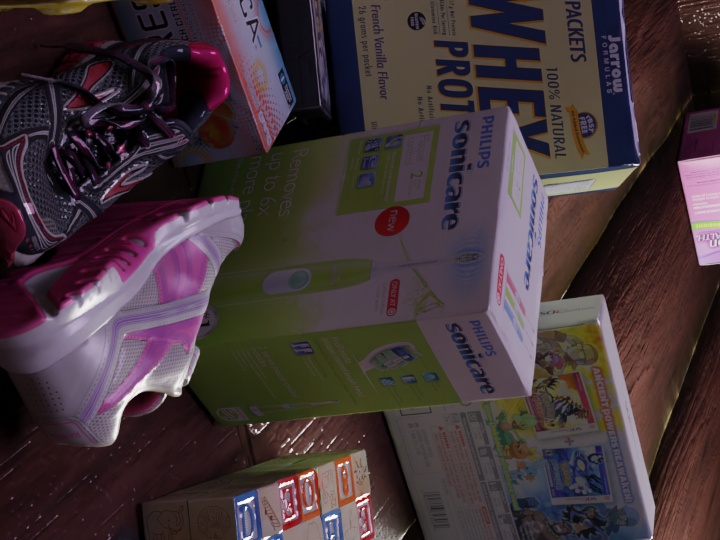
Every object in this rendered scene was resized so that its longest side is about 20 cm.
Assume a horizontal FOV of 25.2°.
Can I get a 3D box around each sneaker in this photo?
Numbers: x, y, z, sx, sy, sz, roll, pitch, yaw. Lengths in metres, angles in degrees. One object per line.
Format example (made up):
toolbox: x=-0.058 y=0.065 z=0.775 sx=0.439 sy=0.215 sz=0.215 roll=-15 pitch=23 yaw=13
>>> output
sneaker: x=-0.130 y=-0.071 z=0.791 sx=0.200 sy=0.074 sz=0.081 roll=-61 pitch=139 yaw=-56
sneaker: x=-0.117 y=0.022 z=0.803 sx=0.200 sy=0.081 sz=0.089 roll=-43 pitch=125 yaw=-55

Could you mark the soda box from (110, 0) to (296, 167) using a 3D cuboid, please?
soda box: x=-0.101 y=-0.163 z=0.911 sx=0.069 sy=0.063 sz=0.201 roll=-66 pitch=144 yaw=-54

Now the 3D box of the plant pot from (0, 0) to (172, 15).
plant pot: x=-0.143 y=-0.206 z=0.653 sx=0.194 sy=0.193 sz=0.202 roll=-31 pitch=119 yaw=-67

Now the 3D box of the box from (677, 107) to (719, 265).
box: x=0.600 y=-0.143 z=2.695 sx=0.176 sy=0.096 sz=0.201 roll=-66 pitch=142 yaw=-54

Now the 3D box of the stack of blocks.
stack of blocks: x=-0.051 y=0.175 z=0.940 sx=0.200 sy=0.058 sz=0.117 roll=-2 pitch=86 yaw=-69

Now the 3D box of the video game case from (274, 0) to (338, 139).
video game case: x=-0.039 y=-0.196 z=1.067 sx=0.181 sy=0.025 sz=0.202 roll=12 pitch=71 yaw=-87

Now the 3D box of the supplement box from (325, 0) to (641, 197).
supplement box: x=0.086 y=-0.120 z=1.138 sx=0.200 sy=0.198 sz=0.136 roll=25 pitch=58 yaw=-85

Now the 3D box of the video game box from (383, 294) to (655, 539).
video game box: x=0.116 y=0.122 z=1.225 sx=0.047 sy=0.180 sz=0.202 roll=-63 pitch=141 yaw=-55

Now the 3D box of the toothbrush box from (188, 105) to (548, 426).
toothbrush box: x=0.000 y=0.000 z=0.935 sx=0.086 sy=0.198 sz=0.147 roll=60 pitch=32 yaw=-46
